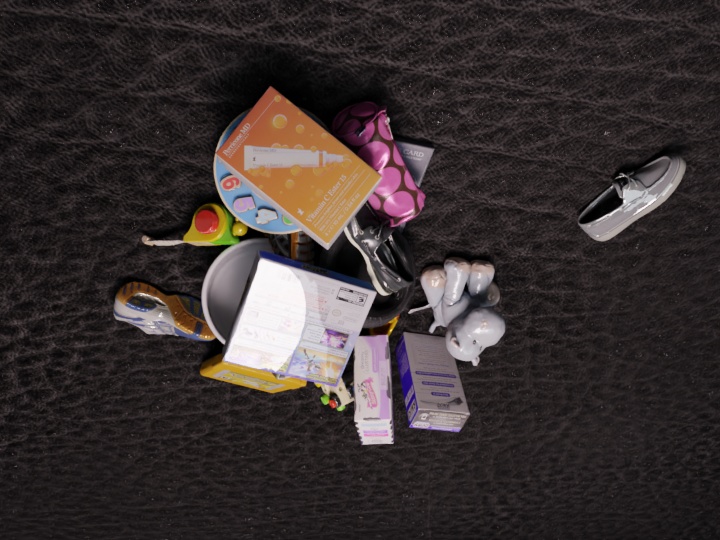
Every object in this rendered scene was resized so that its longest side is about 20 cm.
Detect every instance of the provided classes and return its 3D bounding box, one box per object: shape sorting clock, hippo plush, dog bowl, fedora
[{"bbox_3d":[-0.127,-0.157,0.948,0.199,0.039,0.201,-1,96,-5],"label":"shape sorting clock"},{"bbox_3d":[0.183,0.082,1.159,0.200,0.161,0.159,-34,126,21],"label":"hippo plush"},{"bbox_3d":[-0.172,0.049,1.067,0.199,0.201,0.079,4,171,-10],"label":"dog bowl"},{"bbox_3d":[0.000,0.000,1.082,0.200,0.091,0.202,-4,98,-28],"label":"fedora"}]

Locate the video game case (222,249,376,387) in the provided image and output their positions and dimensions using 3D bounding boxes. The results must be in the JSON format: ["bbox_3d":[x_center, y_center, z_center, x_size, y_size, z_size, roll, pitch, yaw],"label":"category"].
[{"bbox_3d":[-0.099,0.081,0.986,0.199,0.045,0.182,17,105,-21],"label":"video game case"}]

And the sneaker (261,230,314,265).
[{"bbox_3d":[-0.126,-0.064,1.020,0.077,0.078,0.201,-6,88,14],"label":"sneaker"}]

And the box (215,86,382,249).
[{"bbox_3d":[-0.086,-0.142,0.881,0.200,0.097,0.125,38,86,-1],"label":"box"}]

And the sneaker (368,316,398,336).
[{"bbox_3d":[0.062,0.055,1.179,0.073,0.077,0.201,5,128,-8],"label":"sneaker"}]

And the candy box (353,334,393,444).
[{"bbox_3d":[0.028,0.243,1.228,0.071,0.169,0.200,-2,153,4],"label":"candy box"}]

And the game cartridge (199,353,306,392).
[{"bbox_3d":[-0.219,0.209,1.238,0.176,0.033,0.200,19,160,-21],"label":"game cartridge"}]

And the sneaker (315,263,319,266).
[{"bbox_3d":[-0.089,0.059,1.164,0.075,0.077,0.200,32,119,-27],"label":"sneaker"}]

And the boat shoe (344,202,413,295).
[{"bbox_3d":[0.030,-0.049,0.986,0.066,0.075,0.200,-9,114,35],"label":"boat shoe"}]

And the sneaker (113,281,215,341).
[{"bbox_3d":[-0.369,0.088,1.169,0.199,0.076,0.088,27,134,-18],"label":"sneaker"}]

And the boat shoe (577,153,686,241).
[{"bbox_3d":[0.468,-0.132,1.073,0.071,0.070,0.201,24,126,-28],"label":"boat shoe"}]

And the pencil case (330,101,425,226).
[{"bbox_3d":[0.035,-0.163,0.962,0.093,0.091,0.200,-21,132,15],"label":"pencil case"}]

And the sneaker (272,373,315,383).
[{"bbox_3d":[-0.152,0.155,1.129,0.199,0.090,0.067,12,138,-2],"label":"sneaker"}]

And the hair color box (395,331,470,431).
[{"bbox_3d":[0.142,0.223,1.247,0.109,0.201,0.065,9,128,-14],"label":"hair color box"}]

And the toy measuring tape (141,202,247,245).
[{"bbox_3d":[-0.281,-0.079,1.045,0.199,0.074,0.074,0,133,19],"label":"toy measuring tape"}]

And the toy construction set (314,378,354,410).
[{"bbox_3d":[-0.071,0.209,1.242,0.092,0.131,0.200,-45,115,-22],"label":"toy construction set"}]

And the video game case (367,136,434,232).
[{"bbox_3d":[0.027,-0.138,1.050,0.142,0.019,0.201,9,127,-14],"label":"video game case"}]
